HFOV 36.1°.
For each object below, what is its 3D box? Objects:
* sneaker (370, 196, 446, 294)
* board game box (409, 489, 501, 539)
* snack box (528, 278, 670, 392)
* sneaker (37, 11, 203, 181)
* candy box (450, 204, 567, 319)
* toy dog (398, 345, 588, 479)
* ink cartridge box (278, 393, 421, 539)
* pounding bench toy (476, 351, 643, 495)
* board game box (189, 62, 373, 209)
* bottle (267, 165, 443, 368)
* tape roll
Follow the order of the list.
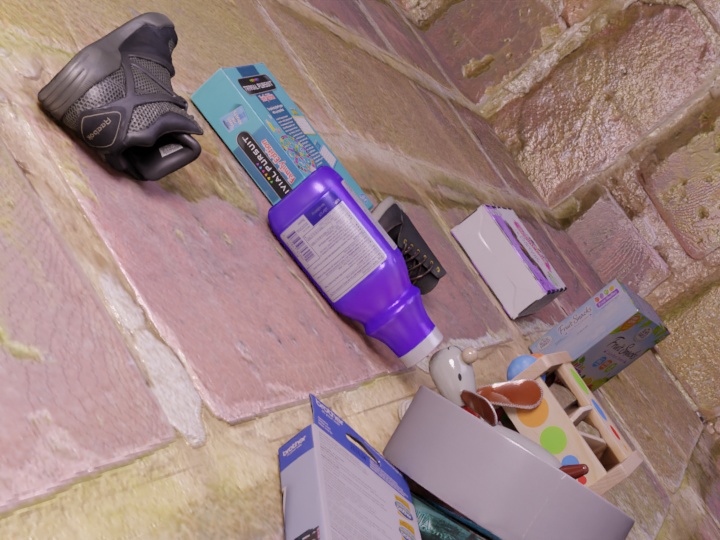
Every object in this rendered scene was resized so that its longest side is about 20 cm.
[{"bbox_3d":[0.043,-0.018,1.212,0.107,0.075,0.200,50,15,3],"label":"sneaker"},{"bbox_3d":[0.121,0.234,0.877,0.134,0.028,0.199,24,-8,43],"label":"board game box"},{"bbox_3d":[0.368,0.106,1.684,0.068,0.168,0.199,58,17,26],"label":"snack box"},{"bbox_3d":[-0.172,-0.135,0.876,0.115,0.076,0.200,49,20,-16],"label":"sneaker"},{"bbox_3d":[0.239,-0.015,1.755,0.169,0.071,0.200,56,17,10],"label":"candy box"},{"bbox_3d":[0.141,0.151,1.027,0.200,0.096,0.132,48,32,1],"label":"toy dog"},{"bbox_3d":[-0.001,0.186,0.735,0.119,0.042,0.201,43,21,-30],"label":"ink cartridge box"},{"bbox_3d":[0.201,0.172,1.169,0.157,0.124,0.199,56,16,14],"label":"pounding bench toy"},{"bbox_3d":[-0.076,-0.120,1.148,0.201,0.047,0.151,52,16,-3],"label":"board game box"},{"bbox_3d":[0.000,0.000,1.044,0.201,0.083,0.065,50,16,-4],"label":"bottle"},{"bbox_3d":[0.116,0.172,0.880,0.198,0.067,0.200,32,-4,2],"label":"tape roll"}]
